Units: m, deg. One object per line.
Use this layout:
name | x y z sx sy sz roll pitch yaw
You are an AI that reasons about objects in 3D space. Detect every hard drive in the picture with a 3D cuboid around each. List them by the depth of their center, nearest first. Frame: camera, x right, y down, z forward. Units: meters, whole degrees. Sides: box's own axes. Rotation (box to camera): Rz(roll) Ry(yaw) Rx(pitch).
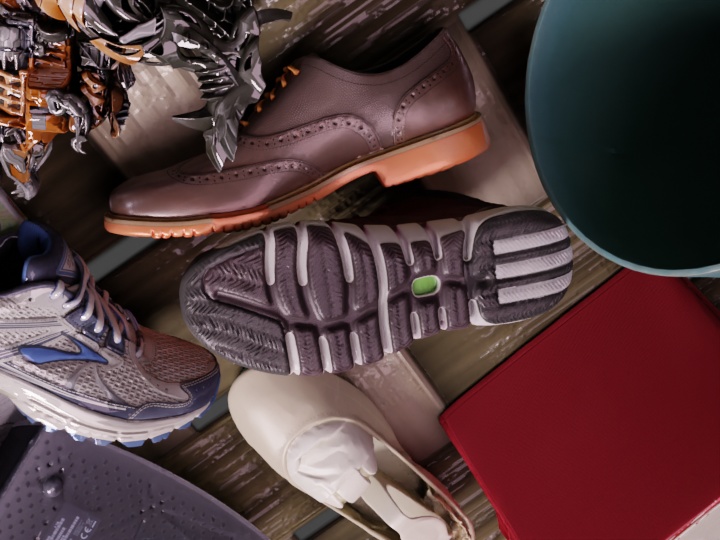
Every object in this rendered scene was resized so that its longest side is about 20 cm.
hard drive | -0.146 0.166 0.850 0.200 0.042 0.135 38 80 -46

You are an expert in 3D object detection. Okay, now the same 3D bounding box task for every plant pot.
plant pot | 0.210 -0.087 0.774 0.160 0.201 0.201 10 119 -44

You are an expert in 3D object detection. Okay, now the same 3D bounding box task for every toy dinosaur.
toy dinosaur | -0.108 -0.112 0.681 0.135 0.103 0.200 24 134 -17

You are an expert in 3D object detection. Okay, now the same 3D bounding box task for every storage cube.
storage cube | 0.185 0.133 0.920 0.200 0.180 0.171 -39 129 5

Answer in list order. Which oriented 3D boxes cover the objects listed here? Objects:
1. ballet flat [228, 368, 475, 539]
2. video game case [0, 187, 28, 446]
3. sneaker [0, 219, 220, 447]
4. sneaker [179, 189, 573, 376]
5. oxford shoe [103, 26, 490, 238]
ballet flat | 0.002 0.120 0.903 0.069 0.070 0.200 -43 128 9
video game case | -0.219 0.024 0.769 0.143 0.018 0.200 -33 130 1
sneaker | -0.150 0.025 0.742 0.199 0.077 0.086 14 112 -31
sneaker | 0.000 0.000 0.791 0.199 0.116 0.076 -5 104 -14
oxford shoe | -0.037 -0.068 0.766 0.199 0.071 0.073 -18 104 -12
